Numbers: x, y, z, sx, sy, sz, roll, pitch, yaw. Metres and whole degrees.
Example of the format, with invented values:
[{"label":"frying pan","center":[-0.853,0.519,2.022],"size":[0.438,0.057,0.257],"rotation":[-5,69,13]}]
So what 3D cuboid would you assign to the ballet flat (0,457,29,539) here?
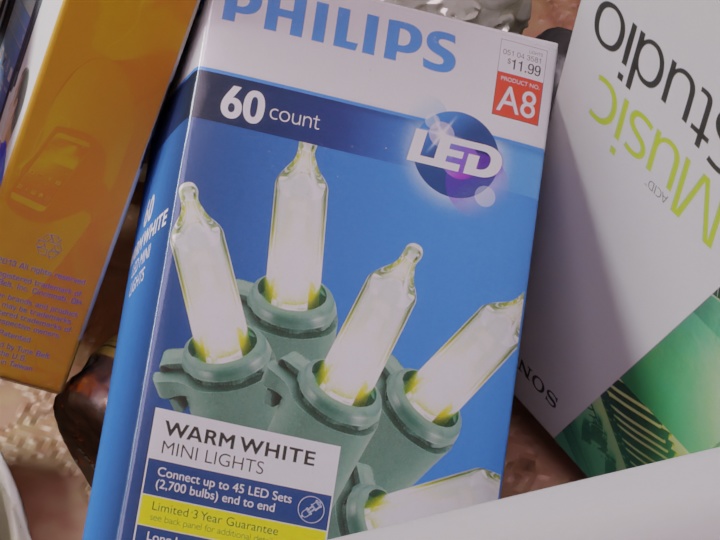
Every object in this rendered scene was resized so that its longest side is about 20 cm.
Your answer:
[{"label":"ballet flat","center":[-0.119,0.092,0.799],"size":[0.072,0.072,0.200],"rotation":[-12,49,-1]}]

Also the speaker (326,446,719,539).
[{"label":"speaker","center":[0.031,0.097,0.708],"size":[0.199,0.081,0.081],"rotation":[-12,49,-20]}]

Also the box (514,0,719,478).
[{"label":"box","center":[0.104,-0.008,0.772],"size":[0.036,0.200,0.144],"rotation":[-17,47,-30]}]

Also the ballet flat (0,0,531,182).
[{"label":"ballet flat","center":[-0.043,-0.059,0.931],"size":[0.199,0.072,0.072],"rotation":[-2,51,12]}]

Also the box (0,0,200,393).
[{"label":"box","center":[-0.075,-0.080,0.832],"size":[0.041,0.200,0.119],"rotation":[14,22,-15]}]

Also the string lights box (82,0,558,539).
[{"label":"string lights box","center":[-0.014,0.028,0.790],"size":[0.102,0.059,0.201],"rotation":[12,72,-13]}]

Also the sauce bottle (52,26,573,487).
[{"label":"sauce bottle","center":[0.000,0.000,0.870],"size":[0.066,0.066,0.200],"rotation":[35,61,30]}]
